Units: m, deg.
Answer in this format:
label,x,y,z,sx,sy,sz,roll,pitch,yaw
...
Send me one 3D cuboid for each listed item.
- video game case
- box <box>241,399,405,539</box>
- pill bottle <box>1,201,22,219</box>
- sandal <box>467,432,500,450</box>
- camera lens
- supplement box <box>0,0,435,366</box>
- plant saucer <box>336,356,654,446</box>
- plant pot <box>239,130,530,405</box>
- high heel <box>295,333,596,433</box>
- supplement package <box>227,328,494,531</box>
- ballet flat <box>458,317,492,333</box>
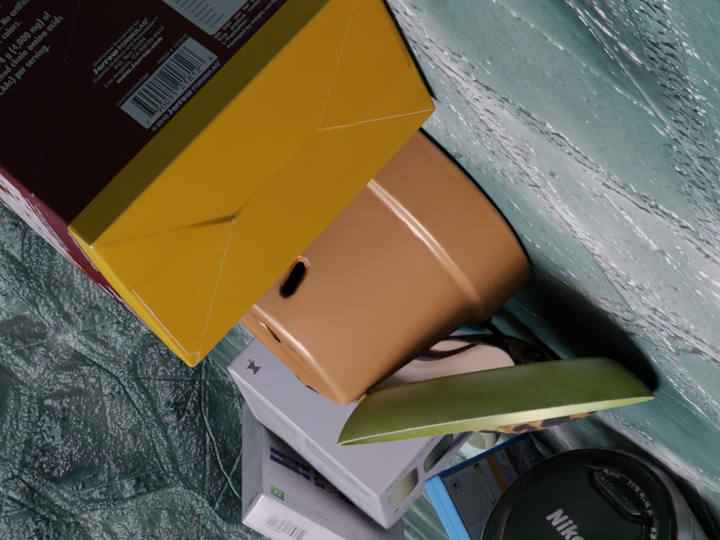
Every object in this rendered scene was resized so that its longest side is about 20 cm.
label,x,y,z,sx,sy,sz,roll,pitch,yaw
video game case,0.126,0.212,1.572,0.144,0.018,0.200,63,-155,7
box,-0.032,0.180,1.632,0.144,0.036,0.200,31,-160,-15
pill bottle,-0.182,-0.049,1.481,0.200,0.111,0.111,43,172,-33
sandal,0.053,0.103,1.707,0.201,0.057,0.080,49,169,-32
camera lens,0.185,0.235,1.427,0.160,0.160,0.200,35,168,41
supplement box,-0.109,-0.099,1.049,0.200,0.197,0.133,38,169,33
plant saucer,0.081,0.080,1.216,0.200,0.199,0.031,120,142,-81
plant pot,-0.014,-0.013,1.219,0.200,0.140,0.200,42,171,9
high heel,0.054,0.077,1.322,0.199,0.072,0.142,13,-174,18
supplement package,0.010,0.087,1.521,0.151,0.152,0.200,40,171,12
ballet flat,0.000,0.000,1.375,0.199,0.074,0.073,7,177,-11
